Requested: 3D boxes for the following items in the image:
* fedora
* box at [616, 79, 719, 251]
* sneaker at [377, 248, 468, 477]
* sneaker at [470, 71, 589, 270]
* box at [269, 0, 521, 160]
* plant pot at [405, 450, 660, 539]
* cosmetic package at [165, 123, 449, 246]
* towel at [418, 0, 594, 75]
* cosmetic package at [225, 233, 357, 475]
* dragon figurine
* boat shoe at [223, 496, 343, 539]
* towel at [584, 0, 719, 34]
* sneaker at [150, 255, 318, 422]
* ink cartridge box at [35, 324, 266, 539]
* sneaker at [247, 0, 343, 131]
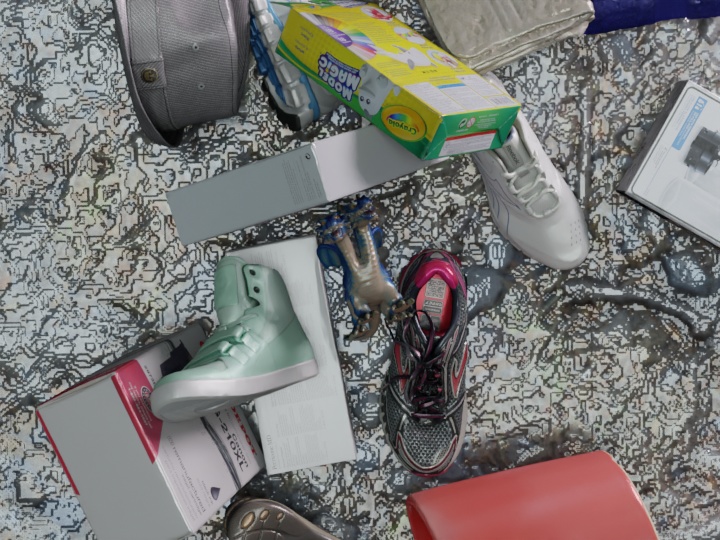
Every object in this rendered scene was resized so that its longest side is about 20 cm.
[{"bbox_3d":[-0.141,-0.201,1.396,0.090,0.177,0.201,-4,110,7],"label":"fedora"},{"bbox_3d":[0.339,-0.069,1.462,0.199,0.060,0.117,30,94,-2],"label":"box"},{"bbox_3d":[0.055,0.082,1.469,0.080,0.075,0.201,0,95,1],"label":"sneaker"},{"bbox_3d":[0.133,-0.085,1.450,0.074,0.087,0.200,-34,94,2],"label":"sneaker"},{"bbox_3d":[0.021,-0.164,1.374,0.200,0.117,0.049,41,121,27],"label":"box"},{"bbox_3d":[0.156,0.252,1.433,0.177,0.200,0.201,-22,93,-8],"label":"plant pot"},{"bbox_3d":[-0.040,-0.078,1.373,0.150,0.200,0.052,-13,96,34],"label":"cosmetic package"},{"bbox_3d":[0.106,-0.269,1.437,0.132,0.034,0.201,-22,71,1],"label":"towel"},{"bbox_3d":[-0.060,0.073,1.481,0.082,0.051,0.201,-10,93,-1],"label":"cosmetic package"},{"bbox_3d":[0.000,0.000,1.416,0.059,0.200,0.100,-20,78,-5],"label":"dragon figurine"},{"bbox_3d":[-0.040,0.258,1.485,0.200,0.073,0.075,43,85,-23],"label":"boat shoe"},{"bbox_3d":[0.273,-0.288,1.437,0.199,0.050,0.148,-6,109,11],"label":"towel"},{"bbox_3d":[-0.119,0.053,1.371,0.074,0.200,0.119,-22,85,30],"label":"sneaker"},{"bbox_3d":[-0.170,0.140,1.406,0.084,0.200,0.145,-24,93,17],"label":"ink cartridge box"},{"bbox_3d":[-0.061,-0.226,1.461,0.086,0.075,0.201,-22,91,-22],"label":"sneaker"}]
